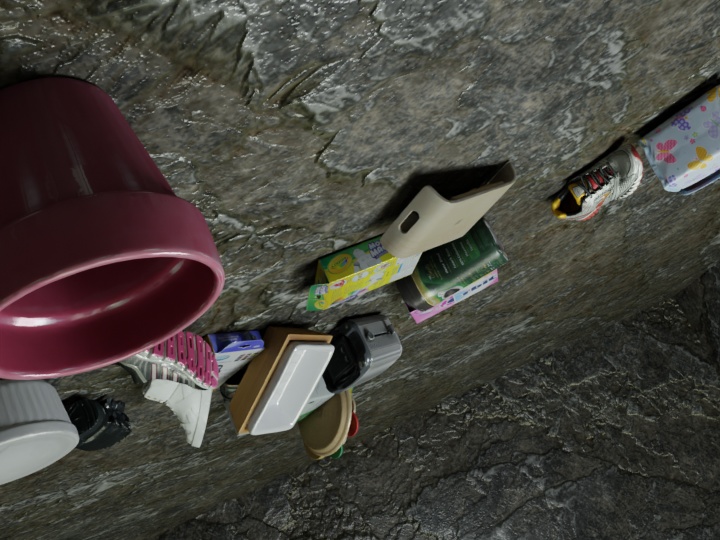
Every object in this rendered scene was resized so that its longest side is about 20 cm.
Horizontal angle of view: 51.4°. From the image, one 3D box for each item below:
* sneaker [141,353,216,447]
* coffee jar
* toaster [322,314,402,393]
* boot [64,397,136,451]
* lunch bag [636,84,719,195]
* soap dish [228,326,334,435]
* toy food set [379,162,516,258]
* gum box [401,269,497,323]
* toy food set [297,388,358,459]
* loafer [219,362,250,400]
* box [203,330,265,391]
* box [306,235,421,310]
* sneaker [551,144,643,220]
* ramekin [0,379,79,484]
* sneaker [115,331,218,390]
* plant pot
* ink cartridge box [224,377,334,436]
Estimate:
[{"bbox_3d":[-0.302,0.208,1.233,0.112,0.074,0.204,7,126,-9],"label":"sneaker"},{"bbox_3d":[0.159,-0.006,1.337,0.197,0.087,0.104,-32,162,13],"label":"coffee jar"},{"bbox_3d":[-0.005,0.173,1.546,0.127,0.115,0.200,-11,154,-42],"label":"toaster"},{"bbox_3d":[-0.487,0.276,1.252,0.194,0.075,0.163,-25,164,-6],"label":"boot"},{"bbox_3d":[0.600,-0.221,1.302,0.168,0.129,0.198,-34,166,30],"label":"lunch bag"},{"bbox_3d":[-0.145,0.195,1.363,0.156,0.080,0.203,10,110,-61],"label":"soap dish"},{"bbox_3d":[0.133,-0.098,1.126,0.197,0.061,0.144,-21,161,-40],"label":"toy food set"},{"bbox_3d":[0.175,0.020,1.452,0.197,0.067,0.114,-28,163,4],"label":"gum box"},{"bbox_3d":[-0.076,0.327,1.714,0.048,0.206,0.196,13,157,-39],"label":"toy food set"},{"bbox_3d":[-0.179,0.199,1.456,0.196,0.073,0.063,-20,155,-13],"label":"loafer"},{"bbox_3d":[-0.255,0.160,1.297,0.199,0.042,0.118,-41,156,31],"label":"box"},{"bbox_3d":[0.000,0.000,1.205,0.196,0.049,0.118,-23,161,-18],"label":"box"},{"bbox_3d":[0.418,-0.146,1.326,0.081,0.079,0.200,-11,155,-34],"label":"sneaker"},{"bbox_3d":[-0.508,0.228,1.055,0.198,0.096,0.203,-23,162,-8],"label":"ramekin"},{"bbox_3d":[-0.290,0.131,1.096,0.086,0.075,0.199,-24,146,23],"label":"sneaker"},{"bbox_3d":[-0.229,-0.039,0.595,0.196,0.182,0.201,-23,161,-8],"label":"plant pot"},{"bbox_3d":[-0.177,0.282,1.644,0.197,0.085,0.146,-3,150,-48],"label":"ink cartridge box"}]
